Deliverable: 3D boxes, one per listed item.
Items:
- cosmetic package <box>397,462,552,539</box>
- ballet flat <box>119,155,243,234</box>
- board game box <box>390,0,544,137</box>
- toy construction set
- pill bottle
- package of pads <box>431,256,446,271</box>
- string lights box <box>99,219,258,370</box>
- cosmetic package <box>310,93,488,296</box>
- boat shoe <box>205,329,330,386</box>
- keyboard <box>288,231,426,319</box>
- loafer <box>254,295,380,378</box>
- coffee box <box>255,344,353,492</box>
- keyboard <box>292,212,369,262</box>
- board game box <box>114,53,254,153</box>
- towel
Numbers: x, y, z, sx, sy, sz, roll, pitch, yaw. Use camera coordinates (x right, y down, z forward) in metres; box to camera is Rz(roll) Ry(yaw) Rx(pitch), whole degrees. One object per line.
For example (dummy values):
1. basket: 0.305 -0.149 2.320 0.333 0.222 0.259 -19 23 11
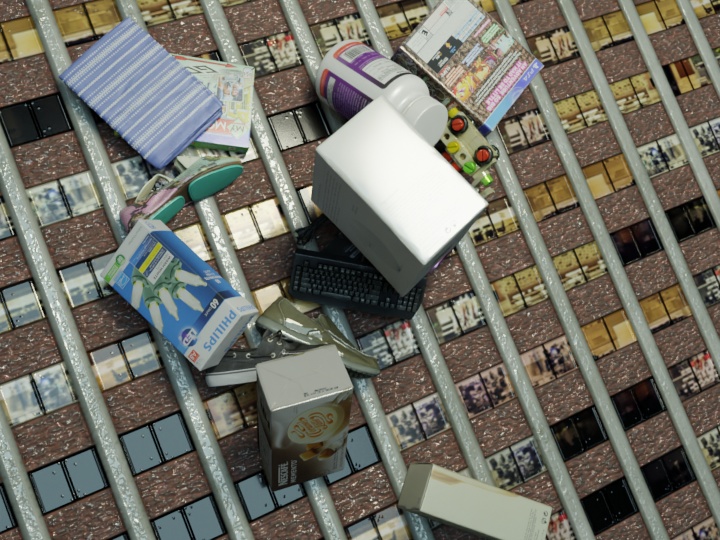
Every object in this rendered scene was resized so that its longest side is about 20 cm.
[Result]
1. cosmetic package: 0.168 0.350 1.222 0.199 0.105 0.071 23 72 -12
2. ballet flat: -0.269 -0.123 1.213 0.200 0.069 0.071 -38 73 -19
3. board game box: 0.167 -0.332 1.357 0.200 0.097 0.160 41 71 -5
4. toy construction set: 0.144 -0.178 1.311 0.200 0.131 0.092 46 27 -4
5. pill bottle: 0.034 -0.260 1.252 0.111 0.112 0.200 -38 58 -19
6. package of pads: 0.068 -0.099 1.294 0.200 0.076 0.121 42 76 -4
7. string lights box: -0.250 0.031 1.139 0.200 0.059 0.103 41 103 12
8. cosmetic package: 0.043 -0.094 1.109 0.123 0.199 0.200 -43 84 -13
9. boat shoe: -0.130 0.117 1.167 0.199 0.070 0.067 -11 90 17
10. keyboard: 0.000 0.000 1.228 0.199 0.021 0.128 10 105 -4
11. loafer: -0.054 0.098 1.220 0.200 0.075 0.070 28 70 -8
12. coffee box: -0.080 0.204 1.124 0.114 0.200 0.080 -12 48 -18
13. keyboard: -0.019 -0.050 1.244 0.200 0.021 0.127 -43 100 8
14. board game box: -0.265 -0.258 1.255 0.199 0.029 0.135 5 77 -15
15. towel: -0.319 -0.261 1.217 0.200 0.024 0.145 43 73 -2
